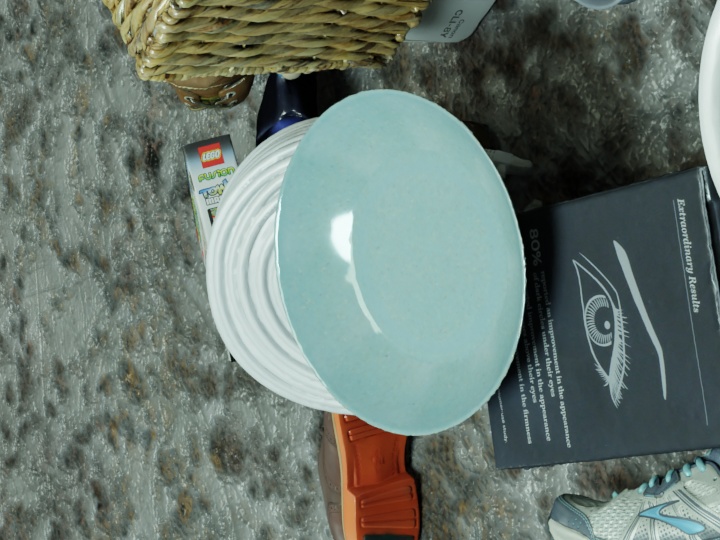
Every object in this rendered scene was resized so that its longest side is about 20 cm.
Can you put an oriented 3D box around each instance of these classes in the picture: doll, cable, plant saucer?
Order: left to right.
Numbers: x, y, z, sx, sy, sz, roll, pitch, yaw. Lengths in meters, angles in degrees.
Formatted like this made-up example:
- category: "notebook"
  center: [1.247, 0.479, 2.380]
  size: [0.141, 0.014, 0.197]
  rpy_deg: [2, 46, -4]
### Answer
- category: "doll"
  center: [-0.050, -0.091, 1.360]
  size: [0.137, 0.048, 0.201]
  rpy_deg: [103, 165, -53]
- category: "cable"
  center: [0.000, 0.000, 1.237]
  size: [0.069, 0.199, 0.201]
  rpy_deg: [-70, -2, -65]
- category: "plant saucer"
  center: [0.030, -0.006, 1.135]
  size: [0.201, 0.039, 0.202]
  rpy_deg: [9, 103, 44]

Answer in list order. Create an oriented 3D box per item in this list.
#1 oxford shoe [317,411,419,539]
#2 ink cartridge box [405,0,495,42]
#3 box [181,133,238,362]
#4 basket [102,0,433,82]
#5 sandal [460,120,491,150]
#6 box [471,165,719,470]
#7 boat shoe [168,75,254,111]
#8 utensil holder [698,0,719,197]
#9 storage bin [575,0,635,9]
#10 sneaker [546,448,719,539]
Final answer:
- category: "oxford shoe"
  center: [-0.005, 0.105, 1.351]
  size: [0.072, 0.071, 0.201]
  rpy_deg: [10, 102, 57]
- category: "ink cartridge box"
  center: [0.026, -0.267, 1.260]
  size: [0.145, 0.083, 0.200]
  rpy_deg: [-55, 53, 40]
- category: "box"
  center: [-0.094, -0.011, 1.398]
  size: [0.200, 0.035, 0.110]
  rpy_deg: [97, 158, -75]
- category: "basket"
  center: [-0.057, -0.212, 1.141]
  size: [0.149, 0.199, 0.143]
  rpy_deg: [60, 137, 26]
- category: "sandal"
  center: [0.015, -0.042, 1.320]
  size: [0.200, 0.054, 0.082]
  rpy_deg: [-28, 71, 51]
- category: "box"
  center: [0.165, 0.029, 1.092]
  size: [0.200, 0.104, 0.149]
  rpy_deg: [-12, 84, 52]
- category: "boat shoe"
  center: [-0.100, -0.146, 1.391]
  size: [0.200, 0.072, 0.068]
  rpy_deg: [-68, -17, -72]
- category: "utensil holder"
  center: [0.278, -0.079, 0.857]
  size: [0.170, 0.199, 0.171]
  rpy_deg: [9, 101, 51]
- category: "storage bin"
  center: [0.181, -0.240, 1.021]
  size: [0.146, 0.134, 0.201]
  rpy_deg: [44, 127, 41]
- category: "sneaker"
  center: [0.194, 0.140, 1.104]
  size: [0.200, 0.077, 0.087]
  rpy_deg: [8, 90, 44]
